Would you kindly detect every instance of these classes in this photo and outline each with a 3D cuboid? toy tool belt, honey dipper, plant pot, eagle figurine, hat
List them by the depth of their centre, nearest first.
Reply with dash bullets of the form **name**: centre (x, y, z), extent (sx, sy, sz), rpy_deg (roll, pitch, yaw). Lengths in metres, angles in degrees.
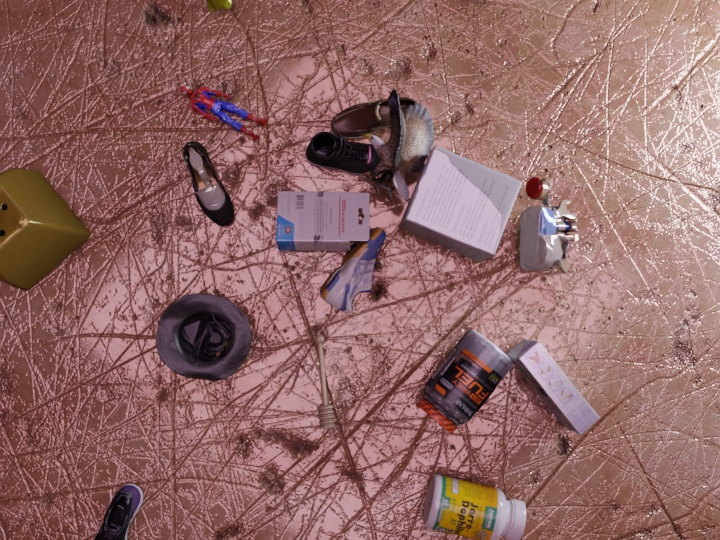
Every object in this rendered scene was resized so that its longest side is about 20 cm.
- **plant pot**: centre (-0.725, -0.095, 1.634), extent (0.195, 0.200, 0.195), rpy_deg (-41, 88, -3)
- **eagle figurine**: centre (0.075, -0.259, 1.638), extent (0.150, 0.152, 0.201), rpy_deg (31, 104, -17)
- **hat**: centre (-0.333, 0.139, 1.684), extent (0.199, 0.081, 0.203), rpy_deg (0, 93, -6)
- **toy tool belt**: centre (0.411, -0.096, 1.696), extent (0.122, 0.125, 0.202), rpy_deg (3, 90, -31)
- **honey dipper**: centre (-0.083, 0.240, 1.701), extent (0.038, 0.038, 0.202), rpy_deg (-7, 84, -1)

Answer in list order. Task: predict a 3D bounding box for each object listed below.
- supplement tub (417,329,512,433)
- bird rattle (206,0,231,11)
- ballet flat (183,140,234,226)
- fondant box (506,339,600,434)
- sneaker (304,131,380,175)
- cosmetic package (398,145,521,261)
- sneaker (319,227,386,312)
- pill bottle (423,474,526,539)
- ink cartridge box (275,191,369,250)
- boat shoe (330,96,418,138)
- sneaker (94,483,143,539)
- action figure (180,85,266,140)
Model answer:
- **supplement tub**: centre (0.218, 0.236, 1.658), extent (0.122, 0.123, 0.200), rpy_deg (38, 87, 2)
- **bird rattle**: centre (-0.323, -0.683, 1.727), extent (0.162, 0.113, 0.201), rpy_deg (-31, 94, -25)
- **ballet flat**: centre (-0.339, -0.189, 1.707), extent (0.068, 0.068, 0.201), rpy_deg (-27, 87, -2)
- **fondant box**: centre (0.401, 0.241, 1.648), extent (0.058, 0.144, 0.200), rpy_deg (-40, 88, -2)
- **sneaker**: centre (-0.023, -0.253, 1.698), extent (0.198, 0.099, 0.071), rpy_deg (5, 85, -1)
- **cosmetic package**: centre (0.207, -0.136, 1.659), extent (0.199, 0.166, 0.169), rpy_deg (23, 86, 0)
- **sneaker**: centre (0.000, 0.000, 1.706), extent (0.088, 0.075, 0.200), rpy_deg (39, 89, -15)
- **pill bottle**: centre (0.240, 0.506, 1.647), extent (0.198, 0.113, 0.114), rpy_deg (13, 87, 0)
- **ink cartridge box**: centre (-0.079, -0.106, 1.693), extent (0.198, 0.068, 0.117), rpy_deg (1, 73, 0)
- **boat shoe**: centre (0.031, -0.343, 1.715), extent (0.200, 0.075, 0.075), rpy_deg (-15, 87, -1)
- **sneaker**: centre (-0.527, 0.554, 1.652), extent (0.075, 0.088, 0.202), rpy_deg (17, 87, 0)
- **action figure**: centre (-0.309, -0.357, 1.730), extent (0.199, 0.052, 0.066), rpy_deg (27, 90, 4)
